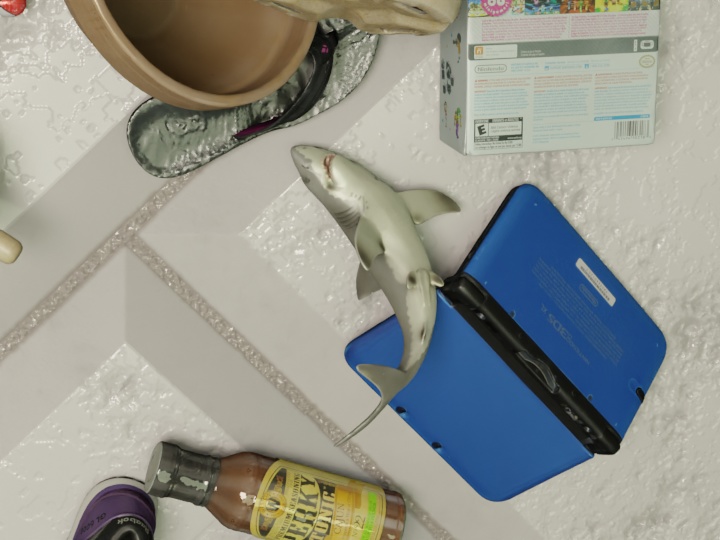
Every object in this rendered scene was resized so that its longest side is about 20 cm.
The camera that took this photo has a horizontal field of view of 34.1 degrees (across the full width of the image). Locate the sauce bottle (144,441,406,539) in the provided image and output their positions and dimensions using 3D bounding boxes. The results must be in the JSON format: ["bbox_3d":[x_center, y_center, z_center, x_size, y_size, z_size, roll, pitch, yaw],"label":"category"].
[{"bbox_3d":[-0.065,0.177,0.902,0.200,0.065,0.065,17,101,-17],"label":"sauce bottle"}]

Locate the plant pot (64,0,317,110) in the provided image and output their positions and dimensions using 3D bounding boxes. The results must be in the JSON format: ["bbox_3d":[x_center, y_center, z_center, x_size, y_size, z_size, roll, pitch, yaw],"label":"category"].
[{"bbox_3d":[-0.124,-0.197,0.746,0.201,0.093,0.201,5,83,-47],"label":"plant pot"}]

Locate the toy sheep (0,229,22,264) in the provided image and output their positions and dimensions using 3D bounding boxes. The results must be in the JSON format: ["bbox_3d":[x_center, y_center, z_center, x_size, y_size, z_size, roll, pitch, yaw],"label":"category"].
[{"bbox_3d":[-0.308,-0.058,0.746,0.200,0.138,0.138,32,97,-15],"label":"toy sheep"}]

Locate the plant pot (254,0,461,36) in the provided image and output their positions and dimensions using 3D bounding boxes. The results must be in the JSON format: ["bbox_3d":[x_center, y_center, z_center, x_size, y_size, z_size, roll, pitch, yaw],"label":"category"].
[{"bbox_3d":[0.006,-0.246,0.707,0.200,0.200,0.184,10,91,-15],"label":"plant pot"}]

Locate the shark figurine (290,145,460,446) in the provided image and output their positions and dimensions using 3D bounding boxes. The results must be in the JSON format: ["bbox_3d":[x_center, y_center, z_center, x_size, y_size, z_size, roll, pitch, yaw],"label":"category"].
[{"bbox_3d":[0.015,0.017,0.855,0.128,0.090,0.215,3,62,-32],"label":"shark figurine"}]

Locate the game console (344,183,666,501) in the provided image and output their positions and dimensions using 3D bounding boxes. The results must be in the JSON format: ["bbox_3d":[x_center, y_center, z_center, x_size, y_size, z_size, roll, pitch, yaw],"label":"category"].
[{"bbox_3d":[0.119,0.062,0.936,0.200,0.118,0.171,46,60,-20],"label":"game console"}]

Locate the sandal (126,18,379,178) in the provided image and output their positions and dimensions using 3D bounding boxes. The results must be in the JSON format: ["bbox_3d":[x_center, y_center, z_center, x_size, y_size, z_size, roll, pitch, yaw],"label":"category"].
[{"bbox_3d":[-0.069,-0.125,0.823,0.200,0.048,0.075,-33,110,-2],"label":"sandal"}]

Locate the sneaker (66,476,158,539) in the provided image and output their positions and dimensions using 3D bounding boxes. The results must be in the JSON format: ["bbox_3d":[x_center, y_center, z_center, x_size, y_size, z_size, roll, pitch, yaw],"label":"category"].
[{"bbox_3d":[-0.209,0.259,0.879,0.076,0.088,0.200,17,101,-17],"label":"sneaker"}]

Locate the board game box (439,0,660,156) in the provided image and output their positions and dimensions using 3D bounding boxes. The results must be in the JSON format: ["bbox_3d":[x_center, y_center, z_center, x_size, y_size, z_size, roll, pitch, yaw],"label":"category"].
[{"bbox_3d":[0.135,-0.189,0.844,0.147,0.064,0.200,-4,108,-12],"label":"board game box"}]

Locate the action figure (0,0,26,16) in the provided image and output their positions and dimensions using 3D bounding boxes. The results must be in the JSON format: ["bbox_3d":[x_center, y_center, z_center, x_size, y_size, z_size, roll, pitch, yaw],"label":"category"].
[{"bbox_3d":[-0.312,-0.166,0.733,0.200,0.099,0.065,-3,107,-15],"label":"action figure"}]
